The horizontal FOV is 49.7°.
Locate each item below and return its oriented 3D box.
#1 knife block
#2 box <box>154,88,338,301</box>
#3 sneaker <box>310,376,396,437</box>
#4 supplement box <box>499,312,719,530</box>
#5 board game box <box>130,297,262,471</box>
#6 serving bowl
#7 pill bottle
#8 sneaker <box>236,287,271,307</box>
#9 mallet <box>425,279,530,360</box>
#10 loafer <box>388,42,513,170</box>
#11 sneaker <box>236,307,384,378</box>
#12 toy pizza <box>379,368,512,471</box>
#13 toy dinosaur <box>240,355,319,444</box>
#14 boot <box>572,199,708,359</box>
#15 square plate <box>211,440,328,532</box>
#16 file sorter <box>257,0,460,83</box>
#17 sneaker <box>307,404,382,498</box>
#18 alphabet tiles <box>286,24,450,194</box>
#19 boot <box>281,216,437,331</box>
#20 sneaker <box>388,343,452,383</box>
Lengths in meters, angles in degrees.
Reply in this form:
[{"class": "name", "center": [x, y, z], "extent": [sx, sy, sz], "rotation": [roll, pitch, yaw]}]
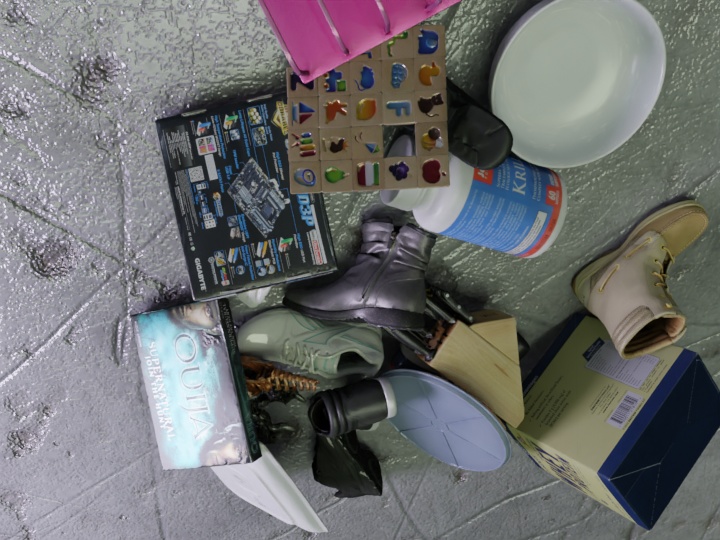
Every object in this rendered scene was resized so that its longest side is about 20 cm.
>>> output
[{"class": "knife block", "center": [0.114, 0.114, 1.008], "extent": [0.175, 0.064, 0.201], "rotation": [-9, 99, -12]}, {"class": "box", "center": [-0.121, -0.080, 0.839], "extent": [0.158, 0.046, 0.201], "rotation": [-13, 90, 0]}, {"class": "sneaker", "center": [-0.023, 0.183, 1.031], "extent": [0.099, 0.071, 0.200], "rotation": [-10, 167, -13]}, {"class": "supplement box", "center": [0.334, 0.192, 1.041], "extent": [0.200, 0.200, 0.134], "rotation": [-49, 123, -13]}, {"class": "board game box", "center": [-0.202, 0.140, 0.951], "extent": [0.135, 0.028, 0.201], "rotation": [-11, 92, 24]}, {"class": "serving bowl", "center": [0.232, -0.219, 0.870], "extent": [0.199, 0.066, 0.201], "rotation": [-5, 124, -8]}, {"class": "pill bottle", "center": [0.129, -0.090, 0.906], "extent": [0.199, 0.112, 0.112], "rotation": [14, 119, -21]}, {"class": "sneaker", "center": [-0.120, -0.049, 0.907], "extent": [0.099, 0.078, 0.200], "rotation": [25, 113, -19]}, {"class": "mallet", "center": [0.157, 0.068, 1.064], "extent": [0.066, 0.041, 0.200], "rotation": [-38, 118, 13]}, {"class": "loafer", "center": [0.077, -0.178, 0.840], "extent": [0.200, 0.072, 0.073], "rotation": [42, 106, 5]}, {"class": "sneaker", "center": [-0.063, 0.098, 1.012], "extent": [0.199, 0.080, 0.071], "rotation": [2, 124, -11]}, {"class": "toy pizza", "center": [0.111, 0.193, 1.031], "extent": [0.200, 0.032, 0.201], "rotation": [25, 145, 19]}, {"class": "toy dinosaur", "center": [-0.143, 0.156, 0.999], "extent": [0.102, 0.200, 0.136], "rotation": [-53, 130, -22]}, {"class": "boot", "center": [0.385, 0.011, 0.997], "extent": [0.200, 0.156, 0.073], "rotation": [-37, 122, 13]}, {"class": "square plate", "center": [-0.155, 0.274, 1.056], "extent": [0.028, 0.200, 0.198], "rotation": [-49, 129, -28]}, {"class": "file sorter", "center": [-0.001, -0.282, 0.722], "extent": [0.200, 0.125, 0.139], "rotation": [-26, 103, 7]}, {"class": "sneaker", "center": [-0.038, 0.272, 1.138], "extent": [0.090, 0.076, 0.200], "rotation": [-19, 121, 13]}, {"class": "alphabet tiles", "center": [0.006, -0.182, 0.804], "extent": [0.167, 0.008, 0.201], "rotation": [-2, 89, 7]}, {"class": "boot", "center": [0.000, 0.000, 0.961], "extent": [0.199, 0.070, 0.132], "rotation": [5, 87, 25]}, {"class": "sneaker", "center": [0.127, 0.163, 1.099], "extent": [0.200, 0.075, 0.085], "rotation": [27, 113, -15]}]
